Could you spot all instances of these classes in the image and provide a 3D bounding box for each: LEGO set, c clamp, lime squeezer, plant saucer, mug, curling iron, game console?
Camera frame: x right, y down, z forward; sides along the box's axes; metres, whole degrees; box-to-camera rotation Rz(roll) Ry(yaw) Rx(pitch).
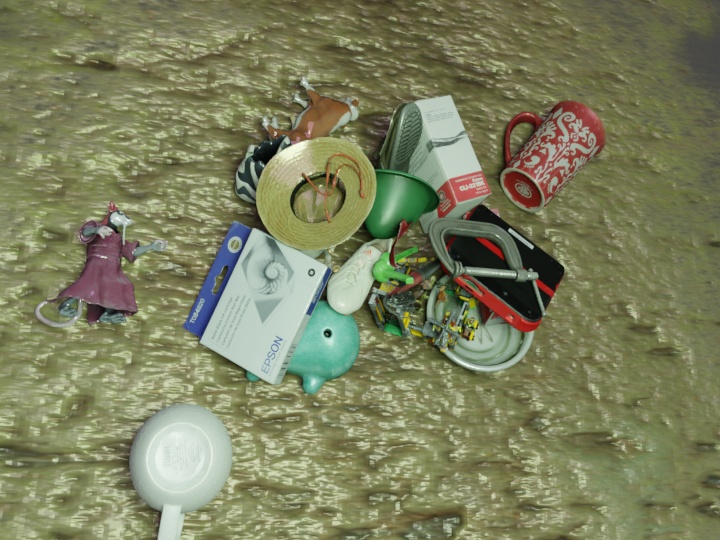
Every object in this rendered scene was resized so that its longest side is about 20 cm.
[{"bbox_3d":[0.105,0.042,1.018,0.197,0.117,0.155,25,69,26],"label":"LEGO set"},{"bbox_3d":[0.203,-0.017,0.982,0.195,0.027,0.174,9,53,-19],"label":"c clamp"},{"bbox_3d":[0.055,-0.012,0.992,0.069,0.200,0.038,-23,101,13],"label":"lime squeezer"},{"bbox_3d":[0.211,0.093,1.093,0.194,0.051,0.205,3,60,-5],"label":"plant saucer"},{"bbox_3d":[-0.254,0.289,0.848,0.143,0.175,0.206,9,71,-12],"label":"mug"},{"bbox_3d":[0.095,0.020,0.967,0.049,0.026,0.199,37,38,12],"label":"curling iron"},{"bbox_3d":[0.367,-0.227,1.228,0.200,0.176,0.135,-46,125,-18],"label":"mug"},{"bbox_3d":[0.243,-0.007,1.030,0.198,0.031,0.177,38,49,5],"label":"game console"}]

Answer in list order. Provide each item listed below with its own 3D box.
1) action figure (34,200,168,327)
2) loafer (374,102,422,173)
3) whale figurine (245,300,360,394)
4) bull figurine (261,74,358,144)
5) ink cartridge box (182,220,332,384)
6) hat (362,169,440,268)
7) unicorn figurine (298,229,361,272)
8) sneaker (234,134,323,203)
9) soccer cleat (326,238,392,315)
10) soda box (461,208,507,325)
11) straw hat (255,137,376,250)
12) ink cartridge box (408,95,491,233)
[{"bbox_3d":[-0.403,-0.012,0.959,0.146,0.134,0.205,-18,59,23],"label":"action figure"},{"bbox_3d":[0.055,-0.216,1.087,0.069,0.203,0.075,40,50,22],"label":"loafer"},{"bbox_3d":[-0.094,0.119,0.984,0.194,0.104,0.164,-9,77,-15],"label":"whale figurine"},{"bbox_3d":[-0.091,-0.283,1.129,0.121,0.065,0.201,38,65,3],"label":"bull figurine"},{"bbox_3d":[-0.170,0.043,0.955,0.196,0.041,0.204,24,87,16],"label":"ink cartridge box"},{"bbox_3d":[0.042,-0.057,1.025,0.162,0.199,0.181,0,71,28],"label":"hat"},{"bbox_3d":[-0.077,-0.035,1.035,0.195,0.075,0.138,-19,36,-7],"label":"unicorn figurine"},{"bbox_3d":[-0.115,-0.165,1.044,0.194,0.130,0.081,18,55,-6],"label":"sneaker"},{"bbox_3d":[0.000,0.000,1.017,0.069,0.078,0.201,35,35,2],"label":"soccer cleat"},{"bbox_3d":[0.234,-0.008,1.086,0.068,0.064,0.205,-6,62,-9],"label":"soda box"},{"bbox_3d":[-0.067,-0.111,0.993,0.195,0.085,0.207,0,72,1],"label":"straw hat"},{"bbox_3d":[0.141,-0.195,1.122,0.082,0.144,0.205,-17,79,-22],"label":"ink cartridge box"}]
